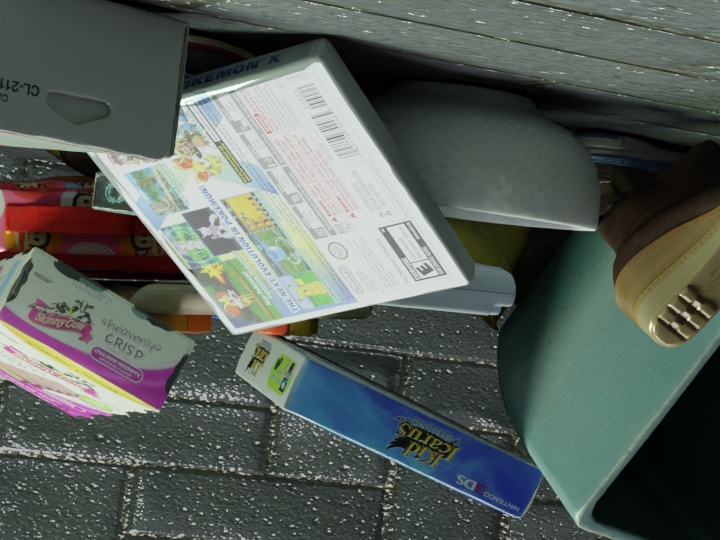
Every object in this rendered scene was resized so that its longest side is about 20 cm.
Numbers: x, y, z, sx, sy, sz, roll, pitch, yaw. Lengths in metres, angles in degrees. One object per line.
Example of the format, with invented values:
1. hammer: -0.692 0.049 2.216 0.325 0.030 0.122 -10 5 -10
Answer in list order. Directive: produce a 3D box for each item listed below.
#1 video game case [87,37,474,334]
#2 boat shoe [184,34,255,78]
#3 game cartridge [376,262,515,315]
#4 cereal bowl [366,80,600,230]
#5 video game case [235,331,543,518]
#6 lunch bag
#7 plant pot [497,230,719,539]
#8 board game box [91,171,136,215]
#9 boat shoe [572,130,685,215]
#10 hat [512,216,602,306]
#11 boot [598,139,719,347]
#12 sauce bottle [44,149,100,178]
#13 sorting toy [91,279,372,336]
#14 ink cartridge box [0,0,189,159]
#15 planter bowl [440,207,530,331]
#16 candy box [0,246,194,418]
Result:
1. video game case: -0.052 -0.045 1.210 0.182 0.022 0.200 -13 132 28
2. boat shoe: -0.098 -0.112 1.243 0.071 0.063 0.200 10 179 31
3. game cartridge: 0.000 0.000 1.376 0.133 0.041 0.200 2 -175 -31
4. cereal bowl: 0.064 -0.078 1.306 0.200 0.084 0.200 8 179 0
5. video game case: 0.017 0.112 1.466 0.200 0.046 0.181 27 179 -15
6. lunch bag: -0.201 -0.034 1.517 0.200 0.082 0.176 2 -179 0
7. plant pot: 0.216 0.074 1.458 0.196 0.196 0.200 24 -163 -44
8. board game box: -0.064 -0.039 1.335 0.200 0.028 0.135 8 -179 17
9. boat shoe: 0.224 -0.060 1.532 0.200 0.073 0.072 9 180 -44
10. hat: 0.199 -0.041 1.609 0.200 0.201 0.081 8 138 -4
11. boot: 0.230 -0.052 1.193 0.072 0.200 0.166 44 -163 -21
12. sauce bottle: -0.211 -0.108 1.535 0.065 0.065 0.200 8 -171 -28
13. sorting toy: -0.109 0.028 1.496 0.185 0.037 0.200 3 180 -22
14. ink cartridge box: -0.216 -0.117 1.119 0.200 0.083 0.146 7 179 44
15. planter bowl: 0.072 -0.056 1.500 0.200 0.083 0.200 50 179 1
16. candy box: -0.221 0.051 1.430 0.136 0.061 0.200 32 162 -18
